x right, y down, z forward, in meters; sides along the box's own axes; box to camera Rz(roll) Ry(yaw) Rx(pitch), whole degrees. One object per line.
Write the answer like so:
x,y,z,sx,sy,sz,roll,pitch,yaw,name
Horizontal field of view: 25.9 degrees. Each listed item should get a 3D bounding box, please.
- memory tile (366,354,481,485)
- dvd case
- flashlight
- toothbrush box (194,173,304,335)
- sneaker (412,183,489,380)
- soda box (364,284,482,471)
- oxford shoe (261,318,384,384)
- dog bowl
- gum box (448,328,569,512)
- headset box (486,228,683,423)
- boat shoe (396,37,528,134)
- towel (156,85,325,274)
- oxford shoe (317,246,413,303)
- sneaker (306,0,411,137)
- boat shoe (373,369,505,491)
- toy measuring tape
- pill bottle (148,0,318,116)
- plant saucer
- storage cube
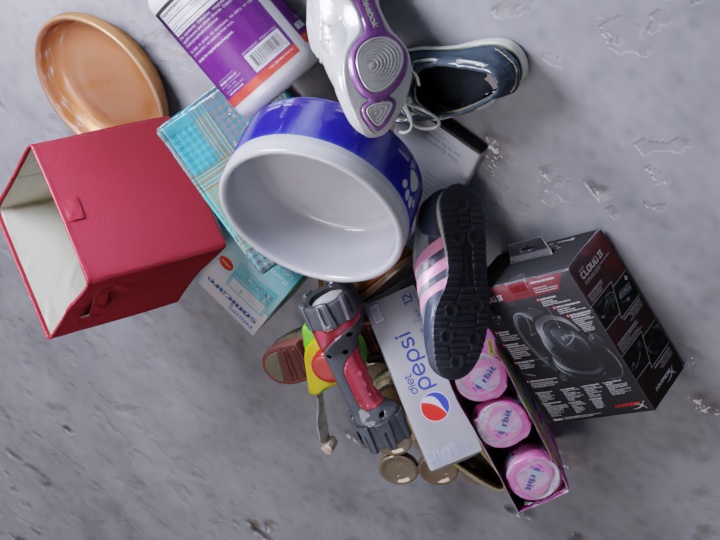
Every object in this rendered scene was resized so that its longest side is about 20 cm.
0.082,0.180,1.859,0.152,0.017,0.201,-2,127,13,memory tile
0.045,-0.106,1.668,0.142,0.018,0.200,36,142,10,dvd case
-0.001,0.107,1.729,0.201,0.068,0.068,64,166,-21,flashlight
-0.120,-0.037,1.827,0.146,0.085,0.200,44,144,1,toothbrush box
0.086,0.016,1.611,0.070,0.201,0.082,11,166,-28,sneaker
0.069,0.121,1.744,0.068,0.063,0.201,72,176,-83,soda box
-0.021,0.080,1.865,0.199,0.075,0.071,-9,117,23,oxford shoe
-0.040,-0.080,1.600,0.199,0.079,0.201,15,144,11,dog bowl
0.155,0.149,1.718,0.066,0.114,0.201,-25,112,9,gum box
0.216,0.053,1.615,0.148,0.077,0.201,-16,113,48,headset box
0.070,-0.177,1.531,0.199,0.062,0.075,-3,117,38,boat shoe
-0.111,-0.116,1.709,0.146,0.022,0.200,-35,91,9,towel
0.000,0.000,1.758,0.200,0.071,0.072,-26,90,58,oxford shoe
-0.006,-0.217,1.524,0.100,0.074,0.201,138,125,-60,sneaker
0.098,0.187,1.802,0.199,0.076,0.072,31,127,-12,boat shoe
-0.023,0.129,1.808,0.073,0.074,0.201,14,125,33,toy measuring tape
-0.140,-0.264,1.609,0.200,0.112,0.112,49,142,-7,pill bottle
-0.302,-0.221,1.859,0.199,0.037,0.201,25,140,23,plant saucer
-0.289,-0.052,1.788,0.171,0.179,0.201,-43,67,54,storage cube
